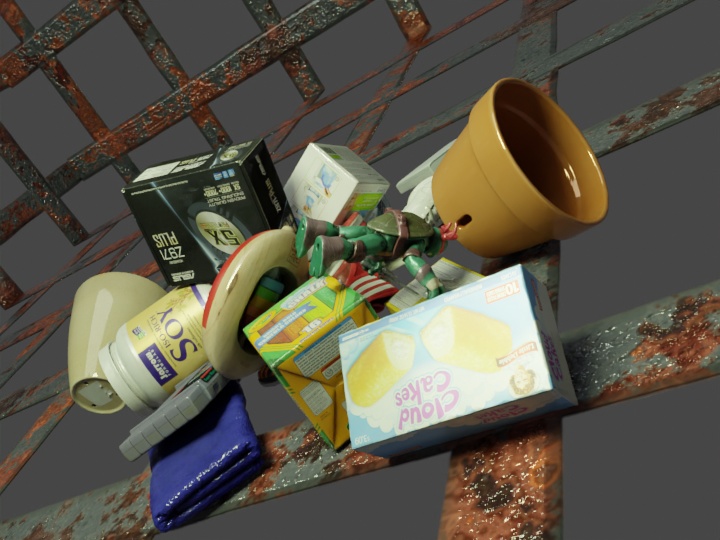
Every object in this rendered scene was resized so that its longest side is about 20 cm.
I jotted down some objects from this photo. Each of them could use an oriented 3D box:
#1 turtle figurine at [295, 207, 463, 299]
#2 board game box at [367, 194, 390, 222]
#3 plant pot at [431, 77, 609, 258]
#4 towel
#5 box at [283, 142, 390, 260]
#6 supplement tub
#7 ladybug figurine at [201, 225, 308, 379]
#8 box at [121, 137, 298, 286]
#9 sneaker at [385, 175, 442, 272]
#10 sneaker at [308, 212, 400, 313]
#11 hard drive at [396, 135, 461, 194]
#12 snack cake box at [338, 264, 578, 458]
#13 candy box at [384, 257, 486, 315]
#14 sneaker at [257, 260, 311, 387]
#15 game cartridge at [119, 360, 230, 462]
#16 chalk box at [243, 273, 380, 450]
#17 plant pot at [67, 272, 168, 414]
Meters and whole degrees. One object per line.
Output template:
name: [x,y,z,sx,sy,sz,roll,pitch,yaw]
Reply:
turtle figurine: [0.032,-0.022,0.853,0.198,0.102,0.150,5,4,-22]
board game box: [-0.044,-0.056,1.285,0.199,0.047,0.151,-28,21,14]
plant pot: [0.180,-0.108,0.892,0.140,0.200,0.201,-37,14,41]
towel: [-0.189,0.221,0.899,0.147,0.050,0.200,-39,19,-5]
box: [-0.064,-0.082,1.137,0.201,0.101,0.112,-56,-20,21]
supplement tub: [-0.276,0.112,1.123,0.199,0.146,0.145,-35,21,-4]
ladybug figurine: [-0.136,0.034,0.927,0.072,0.136,0.201,20,79,37]
box: [-0.209,-0.079,1.054,0.198,0.165,0.086,-9,29,20]
sneaker: [0.087,-0.062,1.091,0.200,0.075,0.100,-42,31,-2]
sneaker: [0.000,0.000,1.019,0.078,0.115,0.200,-44,8,27]
hard drive: [0.140,-0.190,1.262,0.132,0.027,0.200,-38,6,-11]
snack cake box: [0.082,0.089,0.678,0.199,0.067,0.116,-24,58,27]
candy box: [0.106,0.041,0.879,0.102,0.027,0.200,-34,21,-9]
sneaker: [-0.099,0.060,1.018,0.077,0.112,0.200,-15,28,41]
game cartridge: [-0.217,0.157,0.960,0.129,0.038,0.200,-41,5,19]
chalk box: [-0.046,0.091,0.858,0.124,0.125,0.200,-37,21,-11]
plant pot: [-0.427,0.140,1.277,0.186,0.188,0.201,-26,36,20]
